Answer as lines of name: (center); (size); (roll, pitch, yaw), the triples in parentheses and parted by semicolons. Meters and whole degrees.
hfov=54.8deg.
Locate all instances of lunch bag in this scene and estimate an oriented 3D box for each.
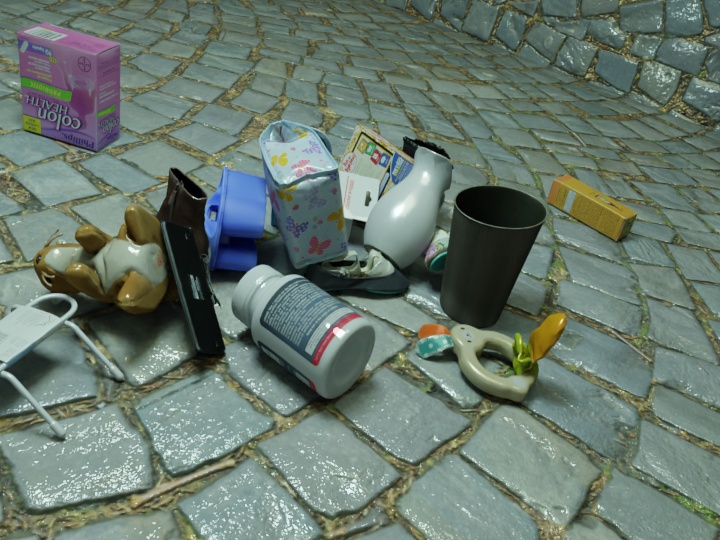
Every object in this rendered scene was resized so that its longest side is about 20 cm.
lunch bag: (-0.096, -0.138, 1.159); (0.124, 0.173, 0.201); (-18, 39, -13)

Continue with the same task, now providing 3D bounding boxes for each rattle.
rattle: (0.187, 0.095, 1.050); (0.197, 0.145, 0.130); (32, 55, 18)

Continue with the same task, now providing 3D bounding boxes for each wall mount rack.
wall mount rack: (-0.404, 0.115, 0.865); (0.169, 0.076, 0.201); (16, 32, 12)

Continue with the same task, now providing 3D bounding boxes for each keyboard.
keyboard: (-0.245, 0.032, 1.000); (0.104, 0.039, 0.205); (23, 46, -68)

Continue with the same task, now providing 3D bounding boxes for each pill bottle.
pill bottle: (-0.086, 0.078, 0.987); (0.198, 0.122, 0.118); (32, 36, 27)

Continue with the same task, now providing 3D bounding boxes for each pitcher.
pitcher: (0.095, -0.096, 1.277); (0.119, 0.172, 0.203); (26, 75, 26)

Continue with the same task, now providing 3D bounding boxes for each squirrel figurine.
squirrel figurine: (-0.364, 0.002, 1.010); (0.181, 0.146, 0.200); (-7, -10, 14)

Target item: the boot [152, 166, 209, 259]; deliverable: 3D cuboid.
boot: (-0.302, -0.091, 1.123); (0.071, 0.170, 0.199); (-16, 42, -39)

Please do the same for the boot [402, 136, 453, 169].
boot: (0.086, -0.193, 1.427); (0.195, 0.166, 0.073); (28, 32, 23)

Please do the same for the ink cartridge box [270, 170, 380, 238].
ink cartridge box: (-0.067, -0.133, 1.338); (0.194, 0.069, 0.118); (11, 54, -3)

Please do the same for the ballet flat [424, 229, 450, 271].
ballet flat: (0.171, -0.040, 1.280); (0.197, 0.069, 0.072); (-1, 56, -47)

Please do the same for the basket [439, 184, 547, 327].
basket: (0.210, -0.020, 1.169); (0.177, 0.204, 0.136); (-14, 40, -34)

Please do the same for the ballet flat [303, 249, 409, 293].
ballet flat: (0.000, 0.000, 1.188); (0.194, 0.075, 0.074); (2, 33, -18)

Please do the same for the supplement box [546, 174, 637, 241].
supplement box: (0.536, -0.148, 1.617); (0.066, 0.070, 0.199); (-19, 42, -39)

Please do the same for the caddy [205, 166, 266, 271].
caddy: (-0.220, -0.086, 1.173); (0.102, 0.144, 0.202); (10, 31, -14)

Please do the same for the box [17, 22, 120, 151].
box: (-0.593, -0.375, 1.423); (0.171, 0.204, 0.097); (17, 32, 6)

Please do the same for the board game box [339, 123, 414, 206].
board game box: (0.031, -0.181, 1.395); (0.046, 0.154, 0.200); (8, 26, -46)
